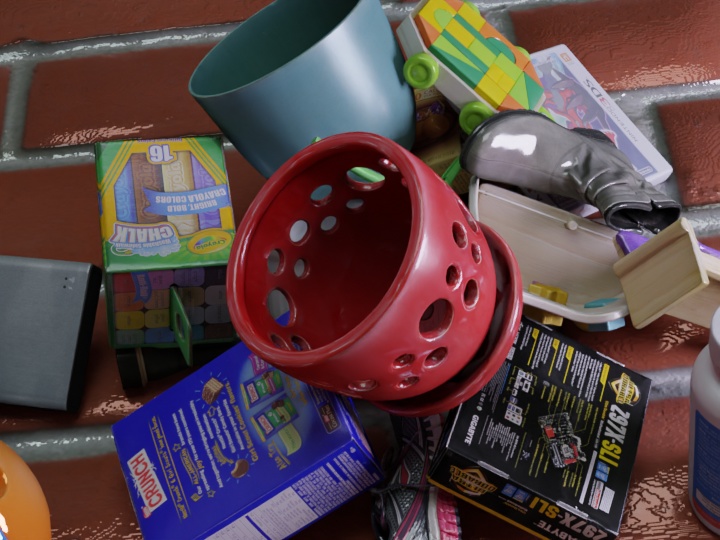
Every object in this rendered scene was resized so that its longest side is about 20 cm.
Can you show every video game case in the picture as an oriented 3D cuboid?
[{"bbox_3d":[0.199,-0.139,1.775,0.199,0.023,0.183,-23,68,-45],"label":"video game case"}]

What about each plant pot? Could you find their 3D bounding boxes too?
[{"bbox_3d":[-0.038,-0.162,1.698,0.200,0.161,0.201,-28,24,14],"label":"plant pot"},{"bbox_3d":[0.018,0.016,1.441,0.199,0.182,0.202,-19,55,29],"label":"plant pot"}]

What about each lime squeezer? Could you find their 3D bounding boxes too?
[{"bbox_3d":[0.046,-0.091,1.638,0.199,0.071,0.038,-4,5,-34],"label":"lime squeezer"}]

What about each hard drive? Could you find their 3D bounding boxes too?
[{"bbox_3d":[-0.352,0.056,1.692,0.198,0.033,0.141,5,79,18],"label":"hard drive"}]

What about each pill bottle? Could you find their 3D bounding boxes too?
[{"bbox_3d":[0.323,0.118,1.440,0.111,0.201,0.113,-5,42,4],"label":"pill bottle"}]

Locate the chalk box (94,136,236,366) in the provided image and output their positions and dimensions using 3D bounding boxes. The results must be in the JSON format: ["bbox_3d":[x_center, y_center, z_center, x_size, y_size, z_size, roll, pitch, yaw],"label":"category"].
[{"bbox_3d":[-0.178,-0.008,1.636,0.123,0.125,0.201,-3,51,-9],"label":"chalk box"}]

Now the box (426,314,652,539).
[{"bbox_3d":[0.155,0.133,1.506,0.159,0.049,0.201,27,40,-3],"label":"box"}]

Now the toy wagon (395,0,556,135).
[{"bbox_3d":[0.124,-0.183,1.702,0.200,0.040,0.155,40,35,-4],"label":"toy wagon"}]

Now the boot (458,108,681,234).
[{"bbox_3d":[0.198,-0.085,1.626,0.199,0.068,0.131,2,32,-37],"label":"boot"}]

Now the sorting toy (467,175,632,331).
[{"bbox_3d":[0.173,0.006,1.584,0.199,0.108,0.180,20,12,3],"label":"sorting toy"}]

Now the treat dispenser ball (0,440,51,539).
[{"bbox_3d":[-0.350,0.220,1.438,0.199,0.202,0.202,-5,42,4],"label":"treat dispenser ball"}]

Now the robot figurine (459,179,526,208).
[{"bbox_3d":[0.135,-0.087,1.805,0.145,0.058,0.200,-33,47,-25],"label":"robot figurine"}]

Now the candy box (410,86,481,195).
[{"bbox_3d":[0.023,-0.111,1.792,0.199,0.057,0.117,-17,46,22],"label":"candy box"}]

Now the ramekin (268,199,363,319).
[{"bbox_3d":[0.000,0.000,1.653,0.199,0.099,0.201,-4,14,1],"label":"ramekin"}]

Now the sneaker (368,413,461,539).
[{"bbox_3d":[0.041,0.181,1.504,0.074,0.081,0.201,-4,42,-1],"label":"sneaker"}]

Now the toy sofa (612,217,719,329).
[{"bbox_3d":[0.316,0.010,1.556,0.199,0.083,0.098,18,50,-39],"label":"toy sofa"}]

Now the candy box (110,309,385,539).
[{"bbox_3d":[-0.100,0.155,1.519,0.199,0.077,0.170,-31,44,5],"label":"candy box"}]

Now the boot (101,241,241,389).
[{"bbox_3d":[-0.178,0.023,1.733,0.137,0.078,0.201,-10,55,-7],"label":"boot"}]
